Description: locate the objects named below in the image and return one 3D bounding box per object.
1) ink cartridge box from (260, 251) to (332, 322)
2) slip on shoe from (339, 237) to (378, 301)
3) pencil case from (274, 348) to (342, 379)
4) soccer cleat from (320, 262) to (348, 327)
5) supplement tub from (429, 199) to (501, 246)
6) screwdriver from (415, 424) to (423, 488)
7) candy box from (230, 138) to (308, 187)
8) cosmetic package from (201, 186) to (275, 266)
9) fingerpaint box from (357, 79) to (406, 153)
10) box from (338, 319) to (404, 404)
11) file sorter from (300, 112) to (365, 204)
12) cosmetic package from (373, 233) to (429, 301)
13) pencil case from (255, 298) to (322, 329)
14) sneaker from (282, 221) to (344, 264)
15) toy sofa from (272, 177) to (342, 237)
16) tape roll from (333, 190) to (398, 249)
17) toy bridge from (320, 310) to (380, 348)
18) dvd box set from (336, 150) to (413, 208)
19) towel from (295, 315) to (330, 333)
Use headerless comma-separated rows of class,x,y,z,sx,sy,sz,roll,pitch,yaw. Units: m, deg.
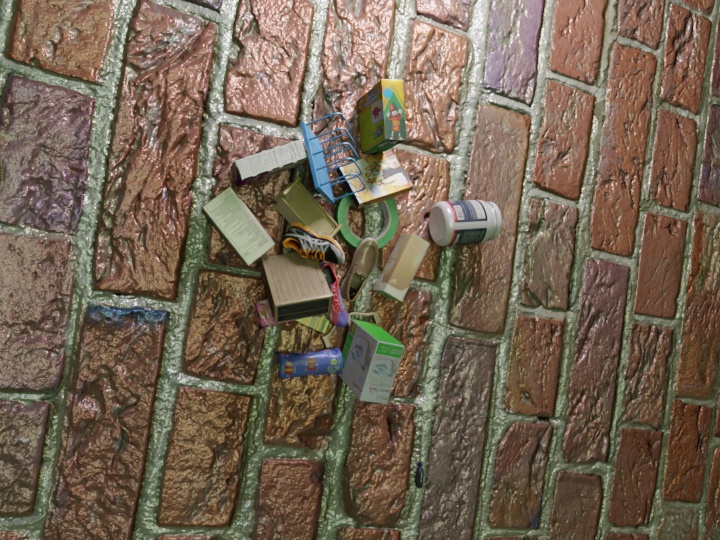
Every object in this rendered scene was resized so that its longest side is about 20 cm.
ink cartridge box,-0.183,0.040,1.459,0.162,0.201,0.076,-7,133,-19
slip on shoe,0.000,0.000,1.561,0.075,0.061,0.202,26,99,-25
pencil case,-0.153,0.272,1.528,0.197,0.087,0.079,0,86,-20
soccer cleat,-0.082,0.073,1.544,0.066,0.076,0.203,-17,88,-18
supplement tub,0.332,-0.153,1.660,0.197,0.140,0.143,-4,92,-19
screwdriver,0.199,0.601,1.682,0.029,0.028,0.203,8,92,10
candy box,-0.257,-0.301,1.458,0.198,0.136,0.062,-22,98,-18
cosmetic package,-0.343,-0.120,1.456,0.103,0.087,0.201,-39,101,-16
fingerpaint box,0.062,-0.447,1.532,0.072,0.200,0.170,-5,92,-19
box,0.026,0.262,1.513,0.096,0.200,0.179,15,97,-25
file sorter,-0.073,-0.318,1.469,0.121,0.139,0.203,-16,76,12
cosmetic package,0.126,-0.010,1.612,0.071,0.105,0.202,29,80,-17
pencil case,-0.201,0.110,1.494,0.197,0.083,0.088,-12,89,-21
sneaker,-0.133,-0.062,1.478,0.198,0.079,0.077,25,53,19
toy sofa,-0.157,-0.164,1.528,0.200,0.097,0.083,48,58,-13
tape roll,0.018,-0.162,1.601,0.197,0.048,0.204,0,91,-19
toy bridge,-0.031,0.165,1.599,0.198,0.027,0.068,-25,98,-17
dvd box set,0.044,-0.279,1.574,0.198,0.029,0.148,-20,70,-25
towel,-0.177,0.111,1.556,0.198,0.018,0.087,27,77,-16
